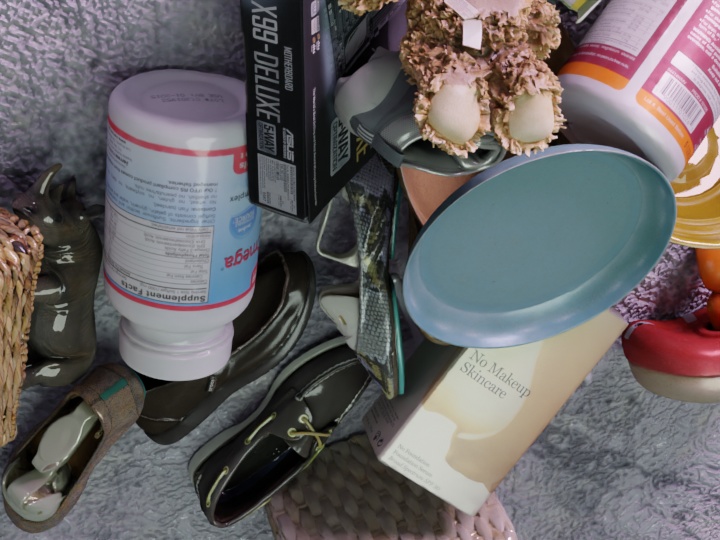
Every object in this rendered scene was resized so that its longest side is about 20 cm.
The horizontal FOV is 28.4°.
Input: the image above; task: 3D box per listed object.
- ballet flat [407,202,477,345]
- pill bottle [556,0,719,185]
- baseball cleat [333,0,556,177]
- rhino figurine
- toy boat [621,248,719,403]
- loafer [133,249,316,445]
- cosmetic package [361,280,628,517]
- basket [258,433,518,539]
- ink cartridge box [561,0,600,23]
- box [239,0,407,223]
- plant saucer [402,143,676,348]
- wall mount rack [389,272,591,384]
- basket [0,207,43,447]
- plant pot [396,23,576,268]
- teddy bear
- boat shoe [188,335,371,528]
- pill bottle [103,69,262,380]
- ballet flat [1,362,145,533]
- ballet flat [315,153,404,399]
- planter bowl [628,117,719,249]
[{"bbox_3d":[0.060,-0.045,1.071,0.067,0.072,0.201,-3,96,-22],"label":"ballet flat"},{"bbox_3d":[0.226,-0.168,0.990,0.200,0.109,0.110,-54,131,-10],"label":"pill bottle"},{"bbox_3d":[0.075,-0.119,0.923,0.200,0.106,0.070,-33,160,-30],"label":"baseball cleat"},{"bbox_3d":[-0.225,0.008,1.019,0.087,0.060,0.201,-15,132,-35],"label":"rhino figurine"},{"bbox_3d":[0.321,0.030,1.235,0.199,0.131,0.131,-21,101,-6],"label":"toy boat"},{"bbox_3d":[-0.114,0.056,1.093,0.200,0.073,0.071,-45,128,14],"label":"loafer"},{"bbox_3d":[0.103,0.081,1.112,0.105,0.071,0.200,32,101,-21],"label":"cosmetic package"},{"bbox_3d":[0.032,0.252,1.229,0.197,0.200,0.162,-19,125,-8],"label":"basket"},{"bbox_3d":[0.177,-0.230,0.914,0.048,0.200,0.146,44,107,0],"label":"ink cartridge box"},{"bbox_3d":[-0.017,-0.156,0.923,0.158,0.050,0.201,-48,148,-45],"label":"box"},{"bbox_3d":[0.121,-0.019,0.985,0.199,0.028,0.201,-11,141,-9],"label":"plant saucer"},{"bbox_3d":[0.104,0.041,1.172,0.199,0.075,0.174,-26,111,-2],"label":"wall mount rack"},{"bbox_3d":[-0.313,0.053,0.932,0.142,0.149,0.201,25,125,11],"label":"basket"},{"bbox_3d":[0.093,-0.102,1.025,0.199,0.027,0.201,-6,99,-40],"label":"plant pot"},{"bbox_3d":[0.059,-0.155,0.867,0.144,0.201,0.067,-21,165,-24],"label":"teddy bear"},{"bbox_3d":[-0.058,0.136,1.187,0.201,0.061,0.072,-43,130,13],"label":"boat shoe"},{"bbox_3d":[-0.123,-0.029,0.987,0.108,0.109,0.201,-4,121,-19],"label":"pill bottle"},{"bbox_3d":[-0.240,0.146,1.101,0.068,0.067,0.200,41,120,6],"label":"ballet flat"},{"bbox_3d":[0.000,0.000,1.076,0.072,0.072,0.202,-5,104,-18],"label":"ballet flat"},{"bbox_3d":[0.251,-0.106,1.078,0.199,0.201,0.083,-19,170,-7],"label":"planter bowl"}]
